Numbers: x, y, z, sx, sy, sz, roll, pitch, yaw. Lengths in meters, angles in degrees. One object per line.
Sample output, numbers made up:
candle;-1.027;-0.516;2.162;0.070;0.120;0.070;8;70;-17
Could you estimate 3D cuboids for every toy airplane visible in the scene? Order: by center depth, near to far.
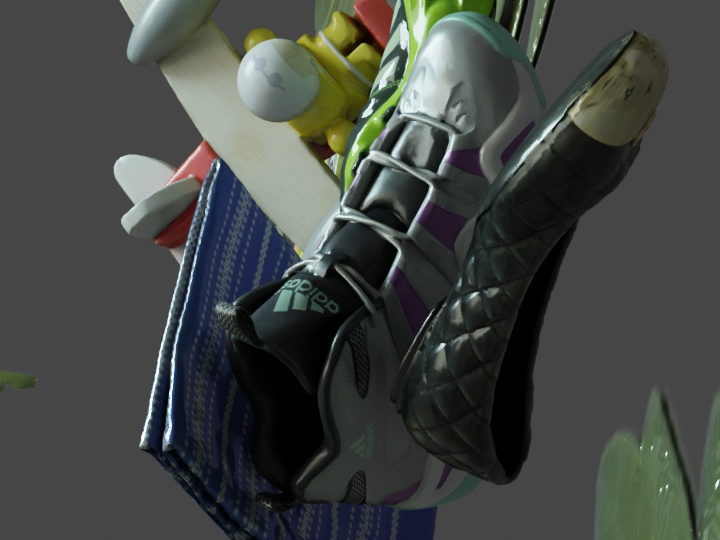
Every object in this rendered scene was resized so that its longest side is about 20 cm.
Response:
toy airplane;-0.053;-0.082;1.281;0.141;0.199;0.200;77;-159;-74

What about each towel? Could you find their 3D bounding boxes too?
towel;-0.018;0.068;0.958;0.200;0.024;0.145;51;-144;-41

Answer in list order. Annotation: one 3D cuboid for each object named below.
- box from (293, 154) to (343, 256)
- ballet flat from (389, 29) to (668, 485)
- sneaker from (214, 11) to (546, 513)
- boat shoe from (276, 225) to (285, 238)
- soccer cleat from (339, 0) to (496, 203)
box;-0.007;-0.037;1.480;0.200;0.050;0.076;114;165;-66
ballet flat;0.066;-0.004;0.801;0.066;0.057;0.200;-45;-15;-44
sneaker;0.000;0.000;0.880;0.078;0.140;0.201;14;102;45
boat shoe;-0.119;0.048;2.305;0.074;0.069;0.201;129;152;-78
soccer cleat;0.037;-0.092;1.157;0.081;0.067;0.201;18;-96;-78
